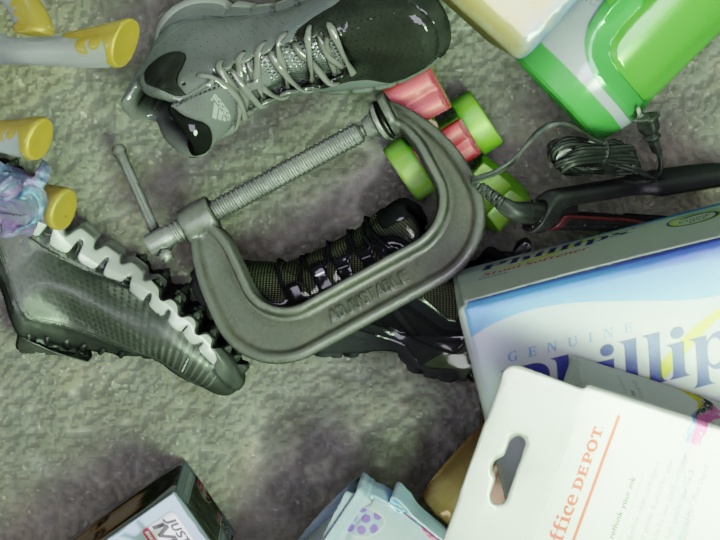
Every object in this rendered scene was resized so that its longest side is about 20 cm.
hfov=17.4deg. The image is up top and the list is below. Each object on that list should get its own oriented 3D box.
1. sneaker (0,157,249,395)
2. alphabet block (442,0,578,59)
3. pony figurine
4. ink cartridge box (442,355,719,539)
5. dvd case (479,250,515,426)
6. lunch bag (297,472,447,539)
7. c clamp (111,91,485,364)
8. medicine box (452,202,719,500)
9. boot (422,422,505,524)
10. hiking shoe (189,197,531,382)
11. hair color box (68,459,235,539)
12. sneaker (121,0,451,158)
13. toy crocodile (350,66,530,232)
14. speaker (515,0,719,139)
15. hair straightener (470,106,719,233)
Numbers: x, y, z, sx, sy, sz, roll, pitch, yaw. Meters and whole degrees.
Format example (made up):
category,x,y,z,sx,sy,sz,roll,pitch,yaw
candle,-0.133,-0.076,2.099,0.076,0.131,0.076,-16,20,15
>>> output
category,x,y,z,sx,sy,sz,roll,pitch,yaw
sneaker,-0.162,0.024,1.419,0.200,0.066,0.091,37,98,-2
alphabet block,0.068,-0.252,1.273,0.200,0.196,0.195,42,93,-6
pony figurine,-0.242,-0.094,1.337,0.199,0.166,0.194,23,95,29
ink cartridge box,0.152,0.121,1.257,0.199,0.068,0.117,19,102,-5
dvd case,0.148,0.089,1.457,0.148,0.016,0.201,1,97,-1
lunch bag,0.008,0.237,1.400,0.169,0.127,0.200,38,112,-6
c clamp,-0.033,-0.038,1.368,0.199,0.027,0.172,-23,69,7
medicine box,0.163,0.080,1.334,0.181,0.103,0.201,-14,102,4
boot,0.165,0.112,1.425,0.175,0.066,0.200,38,96,0
hiking shoe,0.000,0.000,1.406,0.199,0.076,0.101,10,104,-2
hair color box,-0.173,0.202,1.422,0.200,0.099,0.061,-35,96,3
sneaker,-0.050,-0.105,1.340,0.199,0.116,0.075,-4,126,33
toy crocodile,0.029,-0.108,1.406,0.067,0.062,0.200,-33,96,3
speaker,0.186,-0.171,1.391,0.200,0.088,0.088,-44,96,4
hair straightener,0.149,-0.059,1.382,0.199,0.041,0.077,1,100,-32
